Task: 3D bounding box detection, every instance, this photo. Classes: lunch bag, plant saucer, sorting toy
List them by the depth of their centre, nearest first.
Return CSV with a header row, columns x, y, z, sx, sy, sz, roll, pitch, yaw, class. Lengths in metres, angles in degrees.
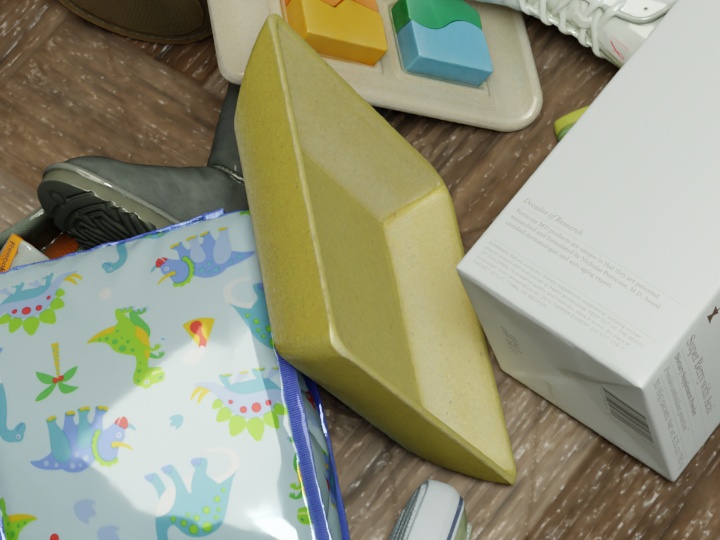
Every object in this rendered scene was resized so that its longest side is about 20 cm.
x,y,z,sx,sy,sz,roll,pitch,yaw,class
-0.103,0.081,1.069,0.169,0.127,0.201,-15,80,2,lunch bag
0.000,0.000,1.082,0.048,0.200,0.201,-25,55,20,plant saucer
0.004,-0.174,1.203,0.199,0.036,0.186,6,58,-29,sorting toy

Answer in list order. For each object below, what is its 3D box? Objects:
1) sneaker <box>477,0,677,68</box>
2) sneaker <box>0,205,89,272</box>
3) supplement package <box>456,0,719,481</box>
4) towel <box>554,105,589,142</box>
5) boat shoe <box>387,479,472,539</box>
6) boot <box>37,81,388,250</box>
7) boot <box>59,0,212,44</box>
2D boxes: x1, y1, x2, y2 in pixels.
x,y,z,sx,sy,sz,roll,pitch,yaw,class
0.134,-0.157,1.181,0.199,0.078,0.100,4,55,-2,sneaker
-0.202,0.026,1.166,0.074,0.079,0.200,33,72,25,sneaker
0.164,-0.020,1.075,0.120,0.121,0.200,33,76,29,supplement package
0.172,-0.016,1.151,0.086,0.018,0.201,-19,58,6,towel
0.026,0.201,1.030,0.062,0.072,0.201,19,66,-6,boat shoe
-0.070,-0.084,1.174,0.181,0.072,0.201,27,65,-23,boot
-0.086,-0.223,1.295,0.199,0.077,0.156,-3,55,16,boot
